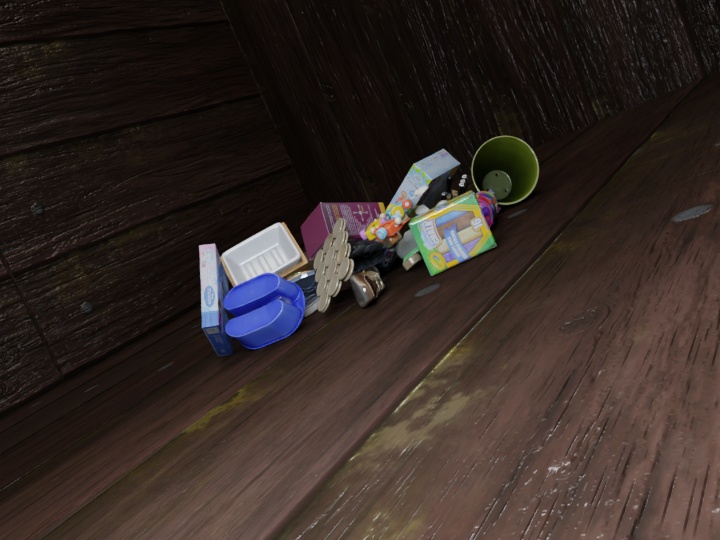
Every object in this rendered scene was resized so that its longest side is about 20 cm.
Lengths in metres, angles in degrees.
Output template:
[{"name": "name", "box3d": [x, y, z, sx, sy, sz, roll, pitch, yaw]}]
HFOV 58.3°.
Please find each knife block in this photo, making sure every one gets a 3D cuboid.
[{"name": "knife block", "box3d": [0.240, -0.170, 1.656, 0.063, 0.179, 0.200, 17, 19, 11]}]

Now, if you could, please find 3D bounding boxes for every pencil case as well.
[{"name": "pencil case", "box3d": [0.310, -0.151, 1.651, 0.087, 0.090, 0.200, -21, 9, 23]}]

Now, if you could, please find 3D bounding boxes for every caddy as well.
[{"name": "caddy", "box3d": [-0.221, 0.096, 1.484, 0.197, 0.144, 0.105, -22, -30, 19]}]

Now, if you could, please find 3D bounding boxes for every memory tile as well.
[{"name": "memory tile", "box3d": [-0.063, -0.015, 1.468, 0.155, 0.016, 0.202, -57, 26, 31]}]

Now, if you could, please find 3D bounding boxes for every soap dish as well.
[{"name": "soap dish", "box3d": [-0.249, -0.017, 1.677, 0.197, 0.158, 0.082, -29, -34, -10]}]

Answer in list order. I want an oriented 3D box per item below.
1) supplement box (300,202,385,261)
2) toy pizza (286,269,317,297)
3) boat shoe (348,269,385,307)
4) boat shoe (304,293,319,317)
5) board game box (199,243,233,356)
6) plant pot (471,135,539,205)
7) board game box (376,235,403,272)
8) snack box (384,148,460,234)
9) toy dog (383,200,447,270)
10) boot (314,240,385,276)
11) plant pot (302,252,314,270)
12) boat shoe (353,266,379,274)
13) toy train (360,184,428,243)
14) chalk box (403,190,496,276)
[{"name": "supplement box", "box3d": [-0.036, -0.101, 1.672, 0.196, 0.105, 0.131, -4, -23, -35]}, {"name": "toy pizza", "box3d": [-0.137, 0.037, 1.695, 0.196, 0.032, 0.201, -19, -21, -7]}, {"name": "boat shoe", "box3d": [0.015, 0.030, 1.422, 0.070, 0.077, 0.200, -23, 9, -3]}, {"name": "boat shoe", "box3d": [-0.174, 0.079, 1.617, 0.074, 0.094, 0.199, -18, 10, 38]}, {"name": "board game box", "box3d": [-0.341, 0.073, 1.531, 0.042, 0.203, 0.201, -7, -24, -5]}, {"name": "plant pot", "box3d": [0.405, -0.264, 1.859, 0.184, 0.191, 0.200, -24, -8, 3]}, {"name": "board game box", "box3d": [0.053, -0.062, 1.776, 0.138, 0.034, 0.199, -67, 18, -10]}, {"name": "snack box", "box3d": [0.148, -0.193, 1.624, 0.168, 0.068, 0.201, -33, -19, -51]}, {"name": "toy dog", "box3d": [0.153, -0.087, 1.547, 0.197, 0.134, 0.096, -20, 4, 28]}, {"name": "boot", "box3d": [-0.030, -0.015, 1.518, 0.163, 0.066, 0.200, -34, 11, -4]}, {"name": "plant pot", "box3d": [-0.187, 0.024, 1.818, 0.195, 0.192, 0.187, -13, 6, -8]}, {"name": "boat shoe", "box3d": [0.000, 0.000, 1.676, 0.067, 0.073, 0.200, -24, 7, -11]}, {"name": "toy train", "box3d": [0.082, -0.108, 1.436, 0.149, 0.056, 0.200, -20, 20, 48]}, {"name": "chalk box", "box3d": [0.178, -0.075, 1.401, 0.196, 0.126, 0.125, -24, 7, 9]}]
